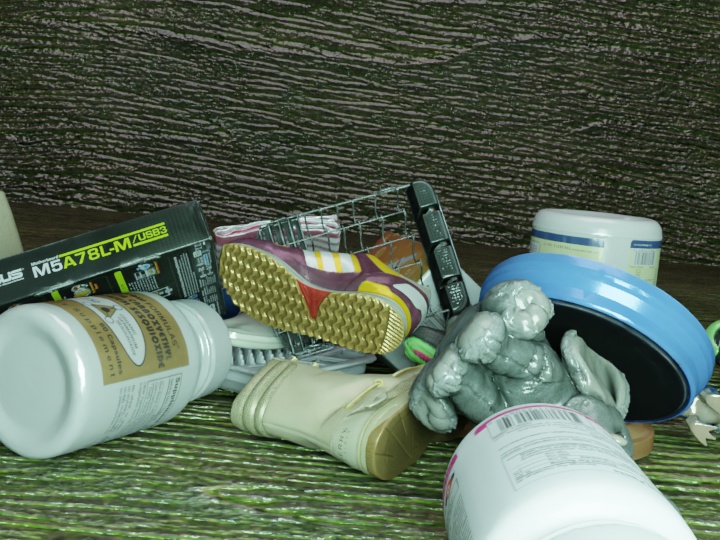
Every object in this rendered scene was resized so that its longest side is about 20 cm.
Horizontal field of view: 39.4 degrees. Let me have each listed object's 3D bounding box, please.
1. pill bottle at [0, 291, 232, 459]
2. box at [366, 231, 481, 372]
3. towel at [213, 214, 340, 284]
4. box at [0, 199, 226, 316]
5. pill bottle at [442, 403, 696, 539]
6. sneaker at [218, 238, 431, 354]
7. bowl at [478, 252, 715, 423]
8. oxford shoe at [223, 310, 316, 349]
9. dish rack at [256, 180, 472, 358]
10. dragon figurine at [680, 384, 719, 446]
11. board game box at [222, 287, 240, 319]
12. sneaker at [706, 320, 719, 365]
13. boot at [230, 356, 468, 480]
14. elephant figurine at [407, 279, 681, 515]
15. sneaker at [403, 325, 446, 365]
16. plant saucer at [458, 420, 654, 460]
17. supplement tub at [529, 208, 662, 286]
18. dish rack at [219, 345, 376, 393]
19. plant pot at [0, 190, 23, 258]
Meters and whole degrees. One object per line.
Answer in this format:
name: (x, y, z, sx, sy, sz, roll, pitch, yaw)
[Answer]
pill bottle: (-0.196, 0.075, 0.812, 0.114, 0.114, 0.200, 9, 8, 27)
box: (0.051, 0.042, 1.126, 0.097, 0.124, 0.200, 44, -5, -17)
towel: (-0.095, 0.012, 1.197, 0.146, 0.200, 0.030, -6, 51, -7)
box: (-0.222, 0.022, 0.899, 0.193, 0.048, 0.200, -17, -19, -9)
pill bottle: (0.104, 0.144, 0.498, 0.113, 0.114, 0.200, 6, 7, 0)
sneaker: (-0.034, 0.015, 0.928, 0.200, 0.075, 0.090, 22, 29, 20)
bowl: (0.189, 0.062, 0.838, 0.200, 0.039, 0.201, 23, -27, 12)
oxford shoe: (-0.085, 0.047, 1.027, 0.075, 0.058, 0.200, 11, 10, 33)
dish rack: (0.000, 0.000, 0.991, 0.200, 0.154, 0.055, -16, -13, -4)
dragon figurine: (0.297, 0.114, 0.967, 0.200, 0.059, 0.099, 24, 7, 9)
board game box: (-0.137, 0.032, 1.141, 0.158, 0.039, 0.200, -15, -19, 12)
sneaker: (0.526, 0.115, 1.255, 0.200, 0.077, 0.084, 5, 28, -5)
boot: (0.002, 0.108, 0.863, 0.155, 0.073, 0.200, 9, 19, 30)
elephant figurine: (0.145, 0.113, 0.759, 0.200, 0.142, 0.155, 38, 50, 0)
sneaker: (0.130, 0.067, 0.979, 0.200, 0.084, 0.077, 4, -7, -26)
plant saucer: (0.175, 0.137, 0.952, 0.200, 0.032, 0.200, 6, 6, -1)
supplement tub: (0.259, 0.035, 1.145, 0.145, 0.200, 0.145, 5, 7, -1)
dish rack: (-0.103, 0.096, 1.012, 0.200, 0.044, 0.172, 11, 9, 35)
plant pot: (-0.435, 0.004, 0.951, 0.200, 0.177, 0.200, 9, 7, 26)
